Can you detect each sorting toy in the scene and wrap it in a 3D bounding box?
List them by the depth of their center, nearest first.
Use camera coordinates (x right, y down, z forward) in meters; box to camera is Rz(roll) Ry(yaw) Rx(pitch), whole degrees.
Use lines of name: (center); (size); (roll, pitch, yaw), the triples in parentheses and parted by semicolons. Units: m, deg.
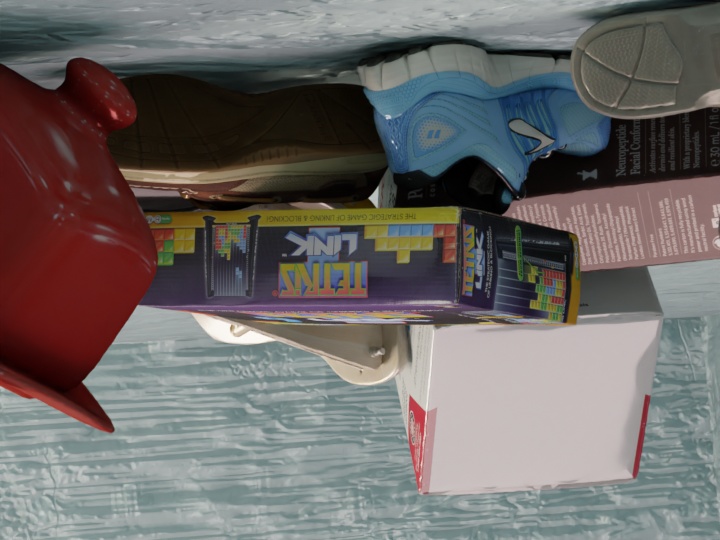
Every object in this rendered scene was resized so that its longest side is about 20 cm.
sorting toy: (-0.094, 0.005, 1.868); (0.199, 0.107, 0.180); (20, 158, -28)

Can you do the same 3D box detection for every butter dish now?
butter dish: (-0.171, -0.042, 1.465); (0.148, 0.200, 0.199); (-44, 159, 1)

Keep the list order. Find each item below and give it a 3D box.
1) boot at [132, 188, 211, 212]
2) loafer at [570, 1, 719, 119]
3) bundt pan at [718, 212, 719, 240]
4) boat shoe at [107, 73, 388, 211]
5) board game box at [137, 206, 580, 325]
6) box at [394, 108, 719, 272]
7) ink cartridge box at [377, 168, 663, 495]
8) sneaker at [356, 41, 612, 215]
boot: (-0.167, -0.070, 1.666); (0.164, 0.066, 0.200); (-9, 170, 25)
loafer: (0.209, -0.113, 1.529); (0.199, 0.072, 0.063); (0, -166, 19)
bundt pan: (0.277, -0.059, 1.672); (0.202, 0.076, 0.202); (-37, 158, -18)
boat shoe: (-0.076, -0.059, 1.633); (0.199, 0.072, 0.072); (-4, 141, -24)
board game box: (0.000, 0.000, 1.667); (0.199, 0.057, 0.165); (-1, 176, 27)
box: (0.125, -0.056, 1.771); (0.199, 0.100, 0.075); (-7, 133, 11)
ink cartridge box: (0.093, 0.017, 1.881); (0.144, 0.200, 0.146); (-4, 131, -7)
sneaker: (0.069, -0.072, 1.656); (0.078, 0.090, 0.200); (-9, 174, 39)
